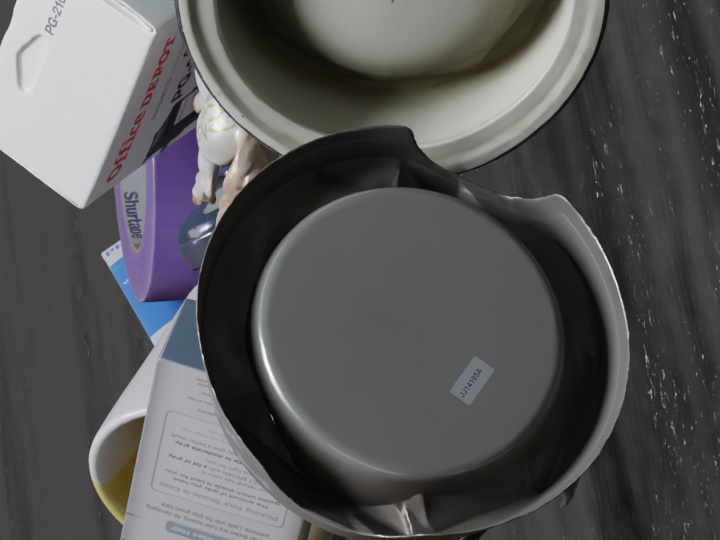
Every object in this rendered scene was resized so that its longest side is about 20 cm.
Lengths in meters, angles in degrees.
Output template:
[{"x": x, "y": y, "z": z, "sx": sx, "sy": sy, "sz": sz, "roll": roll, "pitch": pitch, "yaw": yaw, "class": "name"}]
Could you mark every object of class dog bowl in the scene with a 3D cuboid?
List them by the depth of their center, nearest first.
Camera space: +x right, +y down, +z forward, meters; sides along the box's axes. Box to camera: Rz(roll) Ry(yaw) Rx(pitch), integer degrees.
[{"x": 0.020, "y": 0.035, "z": 1.245, "sx": 0.059, "sy": 0.200, "sz": 0.200, "roll": 116, "pitch": 148, "yaw": -65, "class": "dog bowl"}, {"x": 0.015, "y": -0.144, "z": 1.275, "sx": 0.074, "sy": 0.200, "sz": 0.200, "roll": -86, "pitch": 5, "yaw": -57, "class": "dog bowl"}]

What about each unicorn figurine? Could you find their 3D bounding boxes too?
[{"x": -0.071, "y": -0.107, "z": 1.367, "sx": 0.137, "sy": 0.074, "sz": 0.200, "roll": 88, "pitch": 158, "yaw": -58, "class": "unicorn figurine"}]

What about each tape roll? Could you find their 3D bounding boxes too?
[{"x": -0.105, "y": -0.081, "z": 1.728, "sx": 0.200, "sy": 0.085, "sz": 0.200, "roll": 176, "pitch": 90, "yaw": -79, "class": "tape roll"}]

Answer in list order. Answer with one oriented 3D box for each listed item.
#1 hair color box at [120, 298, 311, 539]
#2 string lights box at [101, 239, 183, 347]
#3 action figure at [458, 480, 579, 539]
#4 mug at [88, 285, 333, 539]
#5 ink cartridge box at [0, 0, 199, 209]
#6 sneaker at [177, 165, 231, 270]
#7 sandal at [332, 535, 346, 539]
[{"x": -0.074, "y": 0.120, "z": 1.508, "sx": 0.061, "sy": 0.099, "sz": 0.200, "roll": -70, "pitch": -4, "yaw": -53, "class": "hair color box"}, {"x": -0.109, "y": 0.042, "z": 1.852, "sx": 0.103, "sy": 0.059, "sz": 0.200, "roll": 56, "pitch": 178, "yaw": -25, "class": "string lights box"}, {"x": 0.047, "y": 0.099, "z": 1.339, "sx": 0.119, "sy": 0.102, "sz": 0.200, "roll": -122, "pitch": 18, "yaw": -63, "class": "action figure"}, {"x": -0.080, "y": 0.084, "z": 1.639, "sx": 0.187, "sy": 0.149, "sz": 0.153, "roll": -29, "pitch": 30, "yaw": 41, "class": "mug"}, {"x": -0.110, "y": -0.145, "z": 1.532, "sx": 0.084, "sy": 0.200, "sz": 0.145, "roll": 37, "pitch": 133, "yaw": 11, "class": "ink cartridge box"}, {"x": -0.047, "y": -0.089, "z": 1.469, "sx": 0.082, "sy": 0.200, "sz": 0.070, "roll": 48, "pitch": 154, "yaw": -17, "class": "sneaker"}, {"x": -0.031, "y": 0.219, "z": 1.646, "sx": 0.057, "sy": 0.080, "sz": 0.201, "roll": 112, "pitch": 153, "yaw": -52, "class": "sandal"}]
